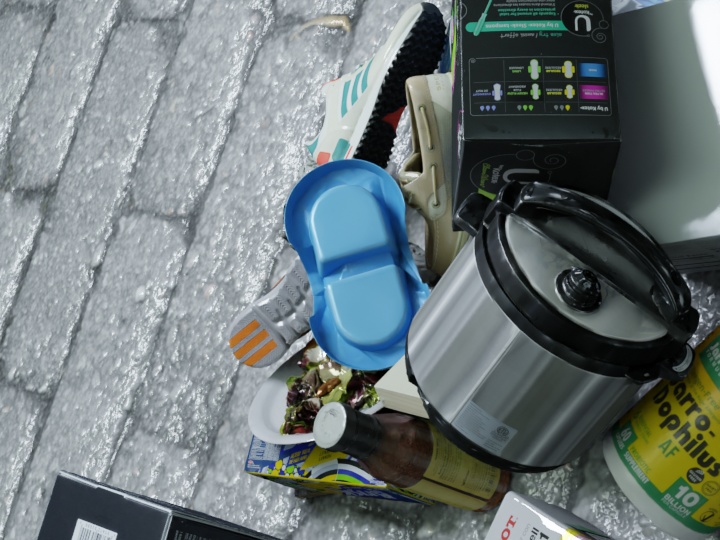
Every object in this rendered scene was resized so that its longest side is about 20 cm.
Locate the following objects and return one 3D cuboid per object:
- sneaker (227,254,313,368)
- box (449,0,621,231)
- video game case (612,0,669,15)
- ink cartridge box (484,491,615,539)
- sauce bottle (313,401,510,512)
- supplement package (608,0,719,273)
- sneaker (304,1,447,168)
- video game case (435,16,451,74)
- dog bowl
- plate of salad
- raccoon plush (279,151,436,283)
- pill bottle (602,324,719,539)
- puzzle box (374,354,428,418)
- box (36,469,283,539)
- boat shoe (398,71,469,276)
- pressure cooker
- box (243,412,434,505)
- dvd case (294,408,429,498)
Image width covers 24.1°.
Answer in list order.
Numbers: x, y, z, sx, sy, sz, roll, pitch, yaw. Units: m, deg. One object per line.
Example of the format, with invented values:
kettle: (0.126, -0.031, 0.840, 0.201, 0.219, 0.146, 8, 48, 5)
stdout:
sneaker: (-0.040, 0.010, 1.637, 0.200, 0.078, 0.112, -32, 8, 22)
box: (0.134, -0.150, 1.337, 0.124, 0.149, 0.201, 0, 63, 0)
video game case: (0.276, -0.197, 1.492, 0.180, 0.025, 0.201, -28, 54, 37)
ink cartridge box: (0.172, 0.285, 1.333, 0.200, 0.084, 0.145, 29, 94, 50)
sauce bottle: (0.045, 0.156, 1.442, 0.066, 0.200, 0.066, -23, 54, 37)
supplement package: (0.285, -0.110, 1.349, 0.155, 0.111, 0.201, -9, 74, 42)
sneaker: (0.006, -0.180, 1.635, 0.093, 0.070, 0.200, 38, 113, 33)
video game case: (0.117, -0.170, 1.552, 0.200, 0.045, 0.182, 103, 161, -56)
dog bowl: (0.000, 0.000, 1.524, 0.111, 0.050, 0.201, -16, 71, 2)
plate of salad: (-0.021, 0.091, 1.577, 0.199, 0.048, 0.200, -23, 24, 11)
raccoon plush: (0.014, -0.065, 1.698, 0.199, 0.097, 0.134, 20, 71, 19)
pill bottle: (0.288, 0.103, 1.271, 0.200, 0.113, 0.113, -46, 44, 21)
puzzle box: (0.122, 0.059, 1.445, 0.133, 0.026, 0.200, 10, 43, 45)
box: (-0.181, 0.289, 1.625, 0.199, 0.196, 0.125, 8, 79, 48)
boat shoe: (0.065, -0.086, 1.548, 0.072, 0.065, 0.201, -114, 22, -59)
pressure cooker: (0.147, 0.034, 1.265, 0.200, 0.175, 0.179, -58, 38, 39)
box: (-0.015, 0.174, 1.572, 0.199, 0.070, 0.065, -1, 71, 47)
dvd case: (0.015, 0.135, 1.625, 0.199, 0.016, 0.149, -17, 60, 42)
